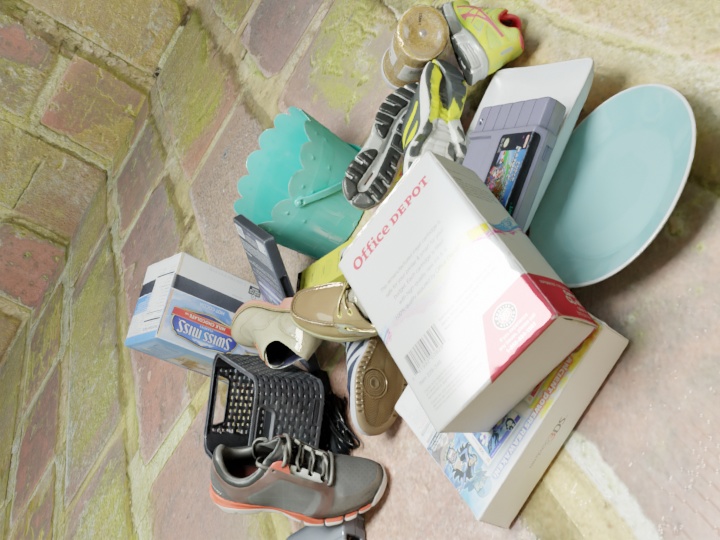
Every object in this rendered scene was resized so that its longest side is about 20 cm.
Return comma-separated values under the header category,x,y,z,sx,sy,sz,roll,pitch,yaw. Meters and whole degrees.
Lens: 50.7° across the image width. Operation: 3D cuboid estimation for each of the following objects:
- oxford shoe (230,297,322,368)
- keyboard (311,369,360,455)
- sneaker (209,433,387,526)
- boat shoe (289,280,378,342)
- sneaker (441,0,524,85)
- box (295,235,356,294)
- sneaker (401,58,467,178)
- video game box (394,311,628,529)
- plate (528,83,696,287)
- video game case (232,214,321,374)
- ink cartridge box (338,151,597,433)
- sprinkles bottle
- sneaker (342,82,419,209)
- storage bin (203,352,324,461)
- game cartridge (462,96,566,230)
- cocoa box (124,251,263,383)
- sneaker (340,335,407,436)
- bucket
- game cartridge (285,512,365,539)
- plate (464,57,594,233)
category,x,y,z,sx,sy,sz,roll,pitch,yaw
oxford shoe,-0.116,0.083,0.955,0.198,0.070,0.075,-15,46,53
keyboard,-0.054,0.200,0.944,0.105,0.039,0.201,-52,33,22
sneaker,-0.069,0.217,0.811,0.078,0.195,0.083,-94,2,-53
boat shoe,0.009,0.035,0.828,0.196,0.067,0.075,-1,62,18
sneaker,0.158,-0.299,0.962,0.089,0.079,0.202,-21,35,10
box,0.000,0.000,0.975,0.199,0.074,0.051,-30,46,43
sneaker,0.085,-0.150,0.911,0.085,0.073,0.204,131,154,-63
video game box,0.132,0.101,0.719,0.202,0.046,0.182,-59,28,10
plate,0.229,-0.074,0.696,0.201,0.025,0.203,-49,28,36
video game case,-0.116,0.031,1.045,0.019,0.203,0.142,-26,25,-17
ink cartridge box,0.087,0.019,0.671,0.148,0.085,0.202,-49,52,25
sprinkles bottle,0.069,-0.291,1.012,0.069,0.067,0.200,-64,5,0
sneaker,0.042,-0.164,1.016,0.201,0.078,0.090,-52,-7,-8
storage bin,-0.128,0.189,0.972,0.199,0.092,0.139,9,91,64
game cartridge,0.130,-0.075,0.772,0.204,0.038,0.129,-69,19,-3
cocoa box,-0.230,0.080,1.149,0.132,0.198,0.134,-15,55,51
sneaker,0.001,0.102,0.903,0.108,0.069,0.204,-31,47,51
bucket,-0.086,-0.126,1.140,0.206,0.133,0.211,-36,41,39
game cartridge,-0.043,0.366,0.809,0.132,0.041,0.203,-37,40,33
plate,0.164,-0.126,0.828,0.203,0.032,0.199,-65,22,1
